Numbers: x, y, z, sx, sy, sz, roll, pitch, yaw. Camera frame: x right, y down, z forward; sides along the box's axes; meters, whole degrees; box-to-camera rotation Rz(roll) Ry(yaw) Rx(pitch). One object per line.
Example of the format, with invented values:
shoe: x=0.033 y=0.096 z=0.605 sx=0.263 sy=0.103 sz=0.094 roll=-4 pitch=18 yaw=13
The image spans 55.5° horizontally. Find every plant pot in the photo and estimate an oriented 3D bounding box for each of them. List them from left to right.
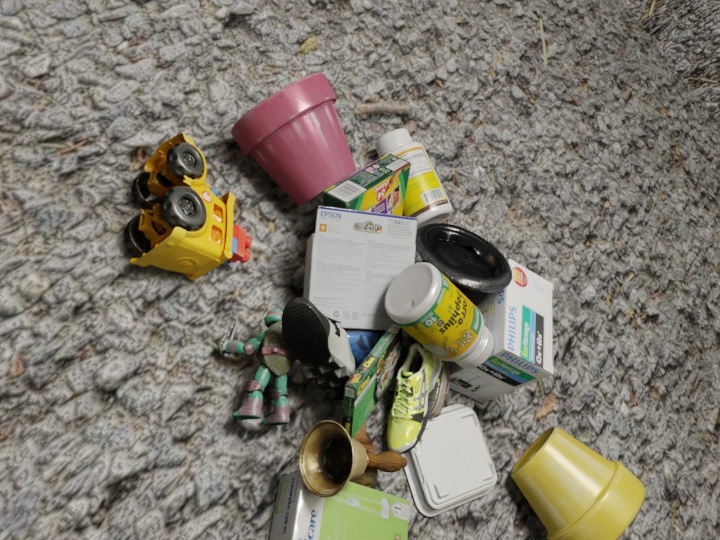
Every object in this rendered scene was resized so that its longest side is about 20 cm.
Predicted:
plant pot: x=-0.105 y=-0.225 z=1.240 sx=0.200 sy=0.199 sz=0.180 roll=-38 pitch=99 yaw=-42
plant pot: x=0.392 y=0.407 z=1.288 sx=0.189 sy=0.202 sz=0.200 roll=43 pitch=47 yaw=12

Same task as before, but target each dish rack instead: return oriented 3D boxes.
dish rack: x=0.165 y=0.336 z=1.243 sx=0.198 sy=0.043 sz=0.174 roll=-6 pitch=71 yaw=-37

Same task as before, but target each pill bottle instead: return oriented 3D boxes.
pill bottle: x=0.104 y=-0.188 z=1.425 sx=0.108 sy=0.109 sz=0.202 roll=-15 pitch=76 yaw=-40
pill bottle: x=0.142 y=0.085 z=1.172 sx=0.200 sy=0.112 sz=0.114 roll=41 pitch=47 yaw=-33

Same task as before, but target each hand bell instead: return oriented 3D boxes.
hand bell: x=0.010 y=0.288 z=1.045 sx=0.199 sy=0.103 sz=0.106 roll=20 pitch=54 yaw=-49

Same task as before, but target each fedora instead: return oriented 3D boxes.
fedora: x=0.176 y=0.000 z=1.261 sx=0.198 sy=0.093 sz=0.202 roll=13 pitch=33 yaw=-8

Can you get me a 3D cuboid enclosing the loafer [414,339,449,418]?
loafer: x=0.143 y=0.184 z=1.287 sx=0.063 sy=0.071 sz=0.202 roll=30 pitch=45 yaw=-35

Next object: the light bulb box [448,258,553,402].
light bulb box: x=0.259 y=0.120 z=1.319 sx=0.124 sy=0.200 sz=0.201 roll=26 pitch=54 yaw=-22

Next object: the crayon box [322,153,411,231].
crayon box: x=0.008 y=-0.098 z=1.267 sx=0.058 sy=0.174 sz=0.199 roll=28 pitch=42 yaw=26

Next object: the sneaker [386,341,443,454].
sneaker: x=0.081 y=0.219 z=1.199 sx=0.076 sy=0.075 sz=0.202 roll=46 pitch=53 yaw=-41

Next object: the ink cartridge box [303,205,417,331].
ink cartridge box: x=0.000 y=0.000 z=1.178 sx=0.197 sy=0.040 sz=0.203 roll=6 pitch=91 yaw=-25

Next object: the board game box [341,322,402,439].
board game box: x=0.021 y=0.177 z=1.115 sx=0.023 sy=0.106 sz=0.200 roll=17 pitch=29 yaw=18

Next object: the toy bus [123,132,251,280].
toy bus: x=-0.260 y=-0.089 z=1.103 sx=0.191 sy=0.135 sz=0.203 roll=24 pitch=51 yaw=-40

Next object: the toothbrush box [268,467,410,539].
toothbrush box: x=-0.031 y=0.403 z=1.036 sx=0.198 sy=0.086 sz=0.147 roll=25 pitch=54 yaw=-25

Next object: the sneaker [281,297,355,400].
sneaker: x=-0.063 y=0.106 z=1.075 sx=0.089 sy=0.073 sz=0.201 roll=-80 pitch=152 yaw=-50

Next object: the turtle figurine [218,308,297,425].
turtle figurine: x=-0.148 y=0.137 z=1.086 sx=0.148 sy=0.100 sz=0.203 roll=15 pitch=65 yaw=-29

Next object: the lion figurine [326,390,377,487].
lion figurine: x=-0.016 y=0.249 z=1.134 sx=0.121 sy=0.072 sz=0.202 roll=23 pitch=57 yaw=-21

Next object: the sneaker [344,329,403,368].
sneaker: x=0.002 y=0.143 z=1.198 sx=0.198 sy=0.065 sz=0.080 roll=10 pitch=83 yaw=-43
